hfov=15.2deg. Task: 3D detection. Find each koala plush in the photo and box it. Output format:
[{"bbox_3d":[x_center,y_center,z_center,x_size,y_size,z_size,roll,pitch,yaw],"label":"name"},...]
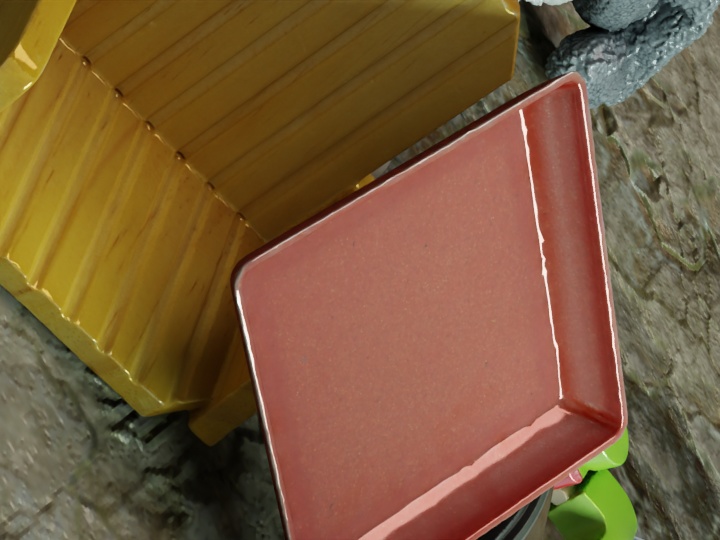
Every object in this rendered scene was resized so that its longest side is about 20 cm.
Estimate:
[{"bbox_3d":[0.128,-0.219,1.675,0.199,0.184,0.178,7,59,-45],"label":"koala plush"}]

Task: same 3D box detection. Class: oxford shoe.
[{"bbox_3d":[0.049,0.155,1.267,0.085,0.072,0.201,60,44,-44],"label":"oxford shoe"}]

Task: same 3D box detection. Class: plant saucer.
[{"bbox_3d":[0.027,0.033,1.185,0.199,0.037,0.201,-31,128,-29],"label":"plant saucer"}]

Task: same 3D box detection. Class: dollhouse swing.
[{"bbox_3d":[-0.049,-0.067,1.153,0.200,0.175,0.182,46,39,-26],"label":"dollhouse swing"}]

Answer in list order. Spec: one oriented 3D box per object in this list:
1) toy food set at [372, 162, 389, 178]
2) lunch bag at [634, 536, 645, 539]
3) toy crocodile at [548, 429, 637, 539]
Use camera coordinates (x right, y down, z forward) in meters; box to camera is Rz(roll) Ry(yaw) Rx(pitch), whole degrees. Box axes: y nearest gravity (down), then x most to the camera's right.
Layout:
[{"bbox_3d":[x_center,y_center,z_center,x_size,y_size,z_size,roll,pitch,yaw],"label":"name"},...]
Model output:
[{"bbox_3d":[0.000,0.000,1.342,0.201,0.060,0.143,64,26,2],"label":"toy food set"},{"bbox_3d":[0.165,0.228,1.410,0.200,0.082,0.161,27,45,-50],"label":"lunch bag"},{"bbox_3d":[0.079,0.055,1.335,0.201,0.067,0.062,66,28,-13],"label":"toy crocodile"}]
